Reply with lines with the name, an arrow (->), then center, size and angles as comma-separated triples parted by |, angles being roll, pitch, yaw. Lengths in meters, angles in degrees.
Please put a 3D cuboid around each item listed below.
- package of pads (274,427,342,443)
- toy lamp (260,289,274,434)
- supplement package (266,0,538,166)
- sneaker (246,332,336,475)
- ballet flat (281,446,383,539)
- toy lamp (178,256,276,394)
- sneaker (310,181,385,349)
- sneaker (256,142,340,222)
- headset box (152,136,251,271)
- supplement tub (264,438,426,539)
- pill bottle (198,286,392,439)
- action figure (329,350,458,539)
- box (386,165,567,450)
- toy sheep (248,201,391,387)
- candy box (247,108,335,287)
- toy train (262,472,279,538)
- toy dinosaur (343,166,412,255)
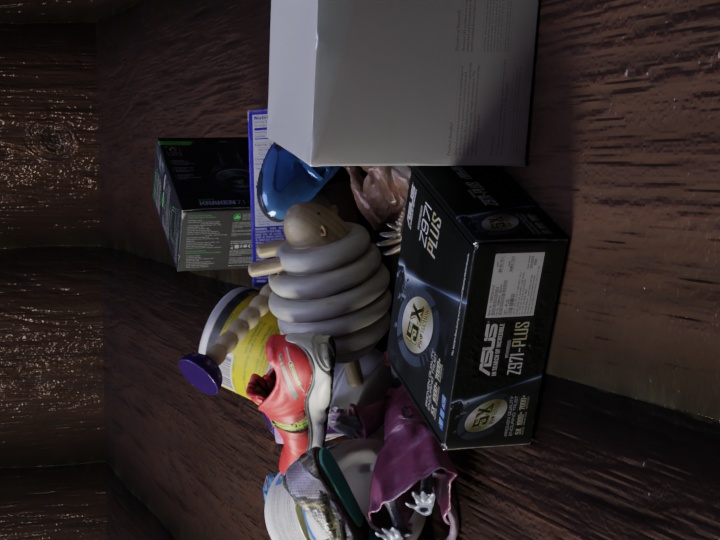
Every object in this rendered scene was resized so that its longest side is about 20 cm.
package of pads -> -0.048, 0.136, 1.817 | 0.200, 0.075, 0.121 | 149, 120, -69
toy lamp -> -0.113, 0.122, 2.018 | 0.058, 0.058, 0.201 | 112, 151, -50
supplement package -> 0.033, -0.196, 1.346 | 0.147, 0.199, 0.193 | -143, 54, -66
sneaker -> -0.072, 0.129, 1.540 | 0.077, 0.084, 0.201 | -83, 2, -47
ballet flat -> -0.013, 0.266, 1.517 | 0.201, 0.072, 0.072 | 57, 164, -9
toy lamp -> -0.108, 0.040, 1.616 | 0.200, 0.058, 0.058 | -51, -1, -29
sneaker -> 0.000, 0.000, 1.690 | 0.070, 0.075, 0.201 | 19, 130, 56
sneaker -> -0.036, -0.135, 1.633 | 0.078, 0.066, 0.200 | -4, 43, 53
headset box -> -0.168, -0.093, 2.002 | 0.200, 0.173, 0.093 | -116, 29, -53
supplement tub -> -0.019, 0.252, 1.654 | 0.200, 0.131, 0.133 | 149, 118, -68
pill bottle -> -0.065, 0.102, 1.669 | 0.199, 0.114, 0.115 | 22, 121, 25
action figure -> 0.058, 0.159, 1.524 | 0.149, 0.133, 0.201 | 48, -151, -41
box -> 0.096, 0.029, 1.357 | 0.164, 0.086, 0.201 | -122, 35, -58
toy sheep -> -0.032, 0.025, 1.553 | 0.138, 0.137, 0.201 | -137, 29, -65
candy box -> -0.075, -0.079, 1.780 | 0.169, 0.077, 0.201 | 16, -107, -80
toy train -> -0.068, 0.329, 1.894 | 0.114, 0.086, 0.201 | 105, 155, -63
toy dinosaur -> 0.032, -0.071, 1.558 | 0.200, 0.085, 0.136 | 143, 103, -81
